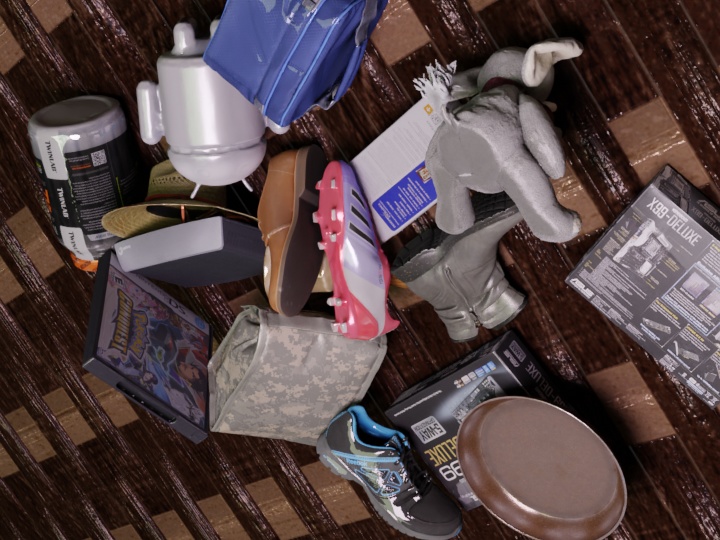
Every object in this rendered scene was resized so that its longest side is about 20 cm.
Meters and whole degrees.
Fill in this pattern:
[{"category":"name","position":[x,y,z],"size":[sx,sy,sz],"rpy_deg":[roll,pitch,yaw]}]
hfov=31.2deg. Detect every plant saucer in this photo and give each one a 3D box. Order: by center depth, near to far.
[{"category":"plant saucer","position":[0.200,0.213,1.408],"size":[0.199,0.032,0.201],"rpy_deg":[18,128,25]}]

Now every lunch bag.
[{"category":"lunch bag","position":[-0.059,-0.242,1.319],"size":[0.132,0.136,0.200],"rpy_deg":[40,134,9]},{"category":"lunch bag","position":[-0.077,0.111,1.536],"size":[0.163,0.118,0.200],"rpy_deg":[11,139,-22]}]

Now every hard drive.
[{"category":"hard drive","position":[-0.193,-0.019,1.572],"size":[0.199,0.135,0.043],"rpy_deg":[-11,70,41]}]

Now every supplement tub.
[{"category":"supplement tub","position":[-0.337,-0.108,1.623],"size":[0.122,0.122,0.201],"rpy_deg":[10,123,31]}]

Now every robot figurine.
[{"category":"robot figurine","position":[-0.164,-0.182,1.441],"size":[0.169,0.113,0.201],"rpy_deg":[-3,107,3]}]

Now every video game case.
[{"category":"video game case","position":[-0.254,0.091,1.574],"size":[0.025,0.200,0.181],"rpy_deg":[-36,123,22]}]

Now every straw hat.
[{"category":"straw hat","position":[-0.208,-0.091,1.556],"size":[0.200,0.201,0.086],"rpy_deg":[-10,72,40]}]

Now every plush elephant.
[{"category":"plush elephant","position":[0.141,-0.144,1.238],"size":[0.164,0.155,0.201],"rpy_deg":[-1,125,47]}]

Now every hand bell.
[{"category":"hand bell","position":[0.000,0.000,1.487],"size":[0.199,0.104,0.105],"rpy_deg":[5,122,19]}]

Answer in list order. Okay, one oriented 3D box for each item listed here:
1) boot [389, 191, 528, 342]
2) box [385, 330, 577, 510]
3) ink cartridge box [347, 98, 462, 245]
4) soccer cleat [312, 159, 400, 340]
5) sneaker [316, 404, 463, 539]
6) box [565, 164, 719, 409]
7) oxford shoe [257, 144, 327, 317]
[{"category":"boot","position":[0.139,-0.007,1.390],"size":[0.131,0.068,0.200],"rpy_deg":[43,130,-16]},{"category":"box","position":[0.147,0.177,1.489],"size":[0.158,0.050,0.200],"rpy_deg":[52,134,-5]},{"category":"ink cartridge box","position":[0.052,-0.110,1.394],"size":[0.095,0.037,0.200],"rpy_deg":[51,132,-2]},{"category":"soccer cleat","position":[-0.003,-0.023,1.427],"size":[0.067,0.076,0.201],"rpy_deg":[-179,82,-66]},{"category":"sneaker","position":[0.041,0.240,1.514],"size":[0.200,0.073,0.082],"rpy_deg":[35,127,4]},{"category":"box","position":[0.323,0.019,1.266],"size":[0.200,0.050,0.158],"rpy_deg":[41,134,7]},{"category":"oxford shoe","position":[-0.084,-0.042,1.449],"size":[0.071,0.201,0.071],"rpy_deg":[-4,157,26]}]
